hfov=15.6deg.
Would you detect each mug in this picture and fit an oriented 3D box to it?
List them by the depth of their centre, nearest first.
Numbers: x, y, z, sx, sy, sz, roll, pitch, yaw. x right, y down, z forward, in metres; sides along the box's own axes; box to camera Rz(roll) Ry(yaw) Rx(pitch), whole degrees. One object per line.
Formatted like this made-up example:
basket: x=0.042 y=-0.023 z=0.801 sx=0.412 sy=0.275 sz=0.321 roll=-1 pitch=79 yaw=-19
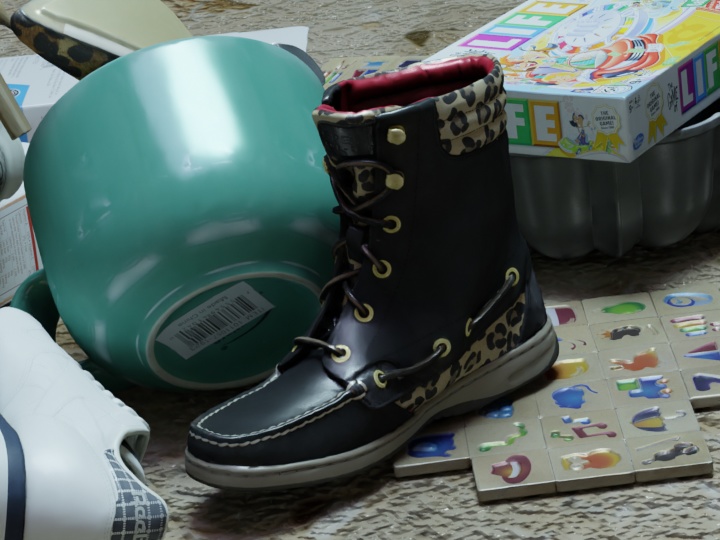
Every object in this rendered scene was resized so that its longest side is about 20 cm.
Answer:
mug: x=-0.075 y=-0.005 z=1.221 sx=0.152 sy=0.185 sz=0.115 roll=-5 pitch=52 yaw=-21

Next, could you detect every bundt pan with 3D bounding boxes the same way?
bundt pan: x=0.123 y=-0.063 z=1.380 sx=0.201 sy=0.076 sz=0.202 roll=-6 pitch=21 yaw=2

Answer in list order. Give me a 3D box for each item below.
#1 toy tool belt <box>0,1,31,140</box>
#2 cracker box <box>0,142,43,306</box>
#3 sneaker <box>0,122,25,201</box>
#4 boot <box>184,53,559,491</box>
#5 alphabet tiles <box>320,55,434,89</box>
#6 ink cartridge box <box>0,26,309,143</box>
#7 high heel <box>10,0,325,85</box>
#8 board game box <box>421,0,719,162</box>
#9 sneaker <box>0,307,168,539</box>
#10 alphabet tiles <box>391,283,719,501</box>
toy tool belt: x=-0.234 y=-0.126 z=1.313 sx=0.125 sy=0.123 sz=0.200 roll=-50 pitch=32 yaw=1
cracker box: x=-0.244 y=-0.014 z=1.404 sx=0.134 sy=0.058 sz=0.200 roll=7 pitch=24 yaw=31
sneaker: x=-0.272 y=-0.047 z=1.313 sx=0.199 sy=0.074 sz=0.087 roll=0 pitch=17 yaw=2
boot: x=0.000 y=0.000 z=1.129 sx=0.200 sy=0.151 sz=0.073 roll=-21 pitch=24 yaw=-32
alphabet tiles: x=-0.052 y=-0.053 z=1.389 sx=0.200 sy=0.006 sz=0.166 roll=-43 pitch=25 yaw=-25
ink cartridge box: x=-0.127 y=-0.090 z=1.549 sx=0.200 sy=0.068 sz=0.116 roll=-6 pitch=21 yaw=4
high heel: x=-0.123 y=-0.066 z=1.276 sx=0.200 sy=0.143 sz=0.071 roll=12 pitch=40 yaw=-49
board game box: x=0.122 y=-0.107 z=1.343 sx=0.134 sy=0.034 sz=0.200 roll=6 pitch=24 yaw=32
sneaker: x=-0.134 y=0.073 z=1.136 sx=0.080 sy=0.077 sz=0.200 roll=0 pitch=23 yaw=-12
alphabet tiles: x=0.095 y=0.053 z=1.183 sx=0.167 sy=0.008 sz=0.200 roll=-7 pitch=21 yaw=0
